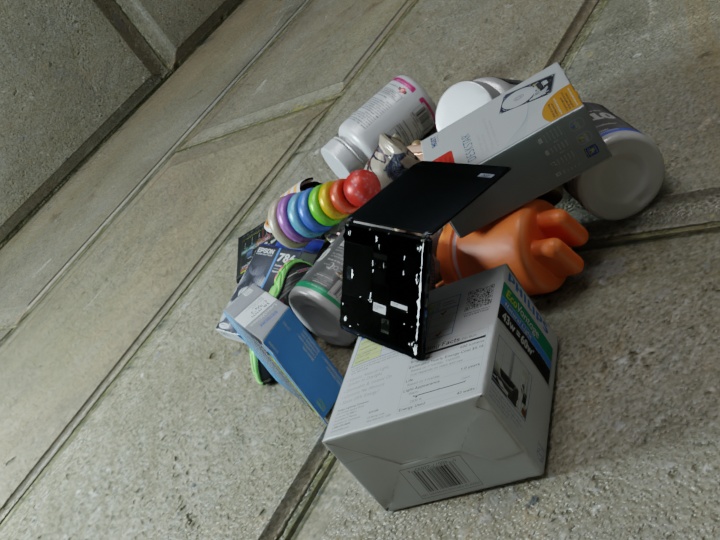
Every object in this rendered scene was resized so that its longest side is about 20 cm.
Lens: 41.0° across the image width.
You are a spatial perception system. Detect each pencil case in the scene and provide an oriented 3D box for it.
[{"bbox_3d":[0.018,-0.114,1.490,0.200,0.078,0.089,-59,28,11],"label":"pencil case"}]

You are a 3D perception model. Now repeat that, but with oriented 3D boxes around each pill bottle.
[{"bbox_3d":[0.297,-0.152,1.241,0.114,0.114,0.200,-34,26,6],"label":"pill bottle"},{"bbox_3d":[0.034,-0.244,1.718,0.200,0.113,0.113,-42,26,-9],"label":"pill bottle"},{"bbox_3d":[0.000,0.000,1.363,0.113,0.113,0.200,2,45,52],"label":"pill bottle"},{"bbox_3d":[0.198,-0.214,1.362,0.114,0.114,0.200,-15,-3,38],"label":"pill bottle"}]

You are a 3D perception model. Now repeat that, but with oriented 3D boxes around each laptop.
[{"bbox_3d":[0.065,-0.019,1.059,0.103,0.200,0.177,-1,8,-29],"label":"laptop"}]

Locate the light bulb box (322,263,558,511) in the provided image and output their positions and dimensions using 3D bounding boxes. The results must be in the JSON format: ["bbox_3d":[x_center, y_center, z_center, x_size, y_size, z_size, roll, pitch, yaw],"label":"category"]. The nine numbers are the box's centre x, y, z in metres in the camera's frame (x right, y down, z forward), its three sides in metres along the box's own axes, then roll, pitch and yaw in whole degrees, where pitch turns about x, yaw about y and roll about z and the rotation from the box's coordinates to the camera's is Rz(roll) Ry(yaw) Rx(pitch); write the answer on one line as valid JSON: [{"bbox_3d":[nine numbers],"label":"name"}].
[{"bbox_3d":[0.092,0.125,1.033,0.198,0.125,0.200,-21,30,31],"label":"light bulb box"}]

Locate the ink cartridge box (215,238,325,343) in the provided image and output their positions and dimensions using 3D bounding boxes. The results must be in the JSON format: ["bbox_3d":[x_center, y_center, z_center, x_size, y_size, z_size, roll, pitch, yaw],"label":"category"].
[{"bbox_3d":[-0.141,0.022,1.511,0.099,0.039,0.200,9,65,38],"label":"ink cartridge box"}]

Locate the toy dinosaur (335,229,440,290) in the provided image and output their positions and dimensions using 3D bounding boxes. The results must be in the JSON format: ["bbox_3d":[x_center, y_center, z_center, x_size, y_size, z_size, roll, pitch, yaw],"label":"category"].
[{"bbox_3d":[0.061,-0.010,1.183,0.136,0.086,0.200,-55,37,6],"label":"toy dinosaur"}]

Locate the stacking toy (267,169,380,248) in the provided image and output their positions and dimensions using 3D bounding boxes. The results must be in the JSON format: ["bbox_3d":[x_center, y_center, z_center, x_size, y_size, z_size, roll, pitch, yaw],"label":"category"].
[{"bbox_3d":[-0.049,-0.098,1.431,0.200,0.085,0.085,-22,29,45],"label":"stacking toy"}]

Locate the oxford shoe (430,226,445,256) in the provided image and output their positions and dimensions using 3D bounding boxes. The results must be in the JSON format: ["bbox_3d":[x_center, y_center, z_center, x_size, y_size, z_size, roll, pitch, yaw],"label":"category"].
[{"bbox_3d":[0.069,-0.022,1.300,0.071,0.073,0.200,-41,29,52],"label":"oxford shoe"}]

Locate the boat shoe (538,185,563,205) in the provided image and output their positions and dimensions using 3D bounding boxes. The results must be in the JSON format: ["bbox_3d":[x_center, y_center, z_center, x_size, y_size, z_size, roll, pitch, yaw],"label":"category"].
[{"bbox_3d":[0.207,-0.122,1.276,0.065,0.072,0.200,-68,18,-4],"label":"boat shoe"}]

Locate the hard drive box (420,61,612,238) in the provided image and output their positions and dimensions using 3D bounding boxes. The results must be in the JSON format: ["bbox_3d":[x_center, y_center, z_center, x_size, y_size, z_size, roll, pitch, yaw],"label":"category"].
[{"bbox_3d":[0.180,-0.146,1.161,0.200,0.077,0.156,-30,26,14],"label":"hard drive box"}]

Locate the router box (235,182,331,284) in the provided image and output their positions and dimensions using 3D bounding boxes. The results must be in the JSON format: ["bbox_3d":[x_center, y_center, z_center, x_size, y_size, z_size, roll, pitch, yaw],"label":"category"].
[{"bbox_3d":[-0.115,-0.049,1.641,0.200,0.062,0.150,-31,27,12],"label":"router box"}]

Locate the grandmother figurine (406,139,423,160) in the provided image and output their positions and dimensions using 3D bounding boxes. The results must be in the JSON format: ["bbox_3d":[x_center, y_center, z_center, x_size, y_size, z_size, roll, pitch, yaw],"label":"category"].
[{"bbox_3d":[0.149,-0.190,1.554,0.200,0.061,0.121,-7,48,50],"label":"grandmother figurine"}]

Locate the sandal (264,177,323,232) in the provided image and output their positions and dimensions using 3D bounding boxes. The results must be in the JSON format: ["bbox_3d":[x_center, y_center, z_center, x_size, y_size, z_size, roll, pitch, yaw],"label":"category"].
[{"bbox_3d":[-0.074,-0.126,1.577,0.207,0.059,0.079,-20,30,19],"label":"sandal"}]

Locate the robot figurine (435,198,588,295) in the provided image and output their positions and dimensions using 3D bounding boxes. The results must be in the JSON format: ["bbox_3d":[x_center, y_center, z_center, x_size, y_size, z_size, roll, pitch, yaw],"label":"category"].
[{"bbox_3d":[0.177,-0.024,1.181,0.200,0.144,0.117,-10,5,43],"label":"robot figurine"}]

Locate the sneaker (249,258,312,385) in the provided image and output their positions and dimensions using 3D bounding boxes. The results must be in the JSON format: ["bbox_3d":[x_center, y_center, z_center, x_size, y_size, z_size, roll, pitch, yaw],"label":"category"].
[{"bbox_3d":[-0.104,0.075,1.405,0.084,0.077,0.200,16,69,13],"label":"sneaker"}]

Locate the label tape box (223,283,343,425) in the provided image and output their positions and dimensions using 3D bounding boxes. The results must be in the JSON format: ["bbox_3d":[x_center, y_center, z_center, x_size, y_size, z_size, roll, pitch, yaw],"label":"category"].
[{"bbox_3d":[-0.089,0.109,1.261,0.063,0.144,0.200,-41,27,-12],"label":"label tape box"}]
